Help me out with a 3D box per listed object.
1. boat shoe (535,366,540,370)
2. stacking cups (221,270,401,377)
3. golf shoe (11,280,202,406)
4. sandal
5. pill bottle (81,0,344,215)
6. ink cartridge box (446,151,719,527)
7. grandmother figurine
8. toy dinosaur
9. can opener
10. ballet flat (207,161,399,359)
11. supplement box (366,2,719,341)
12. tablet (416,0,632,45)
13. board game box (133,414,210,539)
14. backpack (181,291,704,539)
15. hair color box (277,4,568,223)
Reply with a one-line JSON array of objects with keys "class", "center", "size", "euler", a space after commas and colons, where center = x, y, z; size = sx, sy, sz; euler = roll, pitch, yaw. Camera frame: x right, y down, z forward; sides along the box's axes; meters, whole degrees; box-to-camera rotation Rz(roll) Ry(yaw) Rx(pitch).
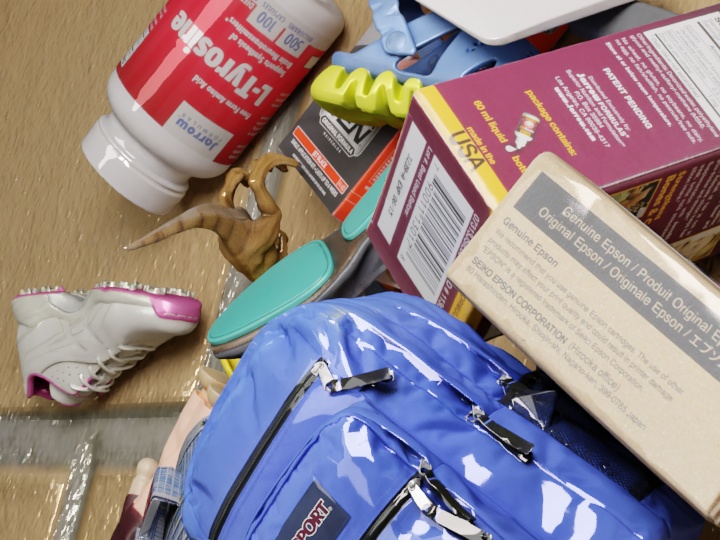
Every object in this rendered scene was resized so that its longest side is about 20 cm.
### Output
[{"class": "boat shoe", "center": [0.136, 0.002, 0.905], "size": [0.072, 0.065, 0.201], "euler": [-11, 59, 46]}, {"class": "stacking cups", "center": [0.000, 0.005, 1.048], "size": [0.200, 0.060, 0.061], "euler": [-40, 43, 17]}, {"class": "golf shoe", "center": [-0.187, 0.055, 1.224], "size": [0.199, 0.075, 0.092], "euler": [-6, 78, 47]}, {"class": "sandal", "center": [0.066, -0.124, 0.980], "size": [0.199, 0.079, 0.088], "euler": [12, 84, 24]}, {"class": "pill bottle", "center": [-0.113, -0.143, 1.219], "size": [0.200, 0.112, 0.112], "euler": [-49, 41, 14]}, {"class": "ink cartridge box", "center": [0.152, 0.048, 0.733], "size": [0.075, 0.200, 0.165], "euler": [-52, 56, 6]}, {"class": "grandmother figurine", "center": [-0.134, 0.167, 1.104], "size": [0.201, 0.060, 0.121], "euler": [-59, 12, 7]}, {"class": "toy dinosaur", "center": [-0.075, -0.024, 1.061], "size": [0.060, 0.200, 0.107], "euler": [-3, 66, 20]}, {"class": "can opener", "center": [0.185, -0.109, 0.930], "size": [0.067, 0.053, 0.200], "euler": [-55, 39, 4]}, {"class": "ballet flat", "center": [0.000, 0.000, 0.975], "size": [0.200, 0.073, 0.073], "euler": [-42, 42, 12]}, {"class": "supplement box", "center": [0.115, -0.049, 0.826], "size": [0.086, 0.199, 0.111], "euler": [57, 150, 26]}, {"class": "tablet", "center": [0.074, -0.191, 1.005], "size": [0.129, 0.014, 0.200], "euler": [-21, 38, -24]}, {"class": "board game box", "center": [-0.098, 0.182, 0.897], "size": [0.200, 0.061, 0.201], "euler": [-97, 19, -65]}, {"class": "backpack", "center": [0.022, 0.102, 0.722], "size": [0.200, 0.168, 0.163], "euler": [40, 104, 22]}, {"class": "hair color box", "center": [0.042, -0.124, 1.084], "size": [0.200, 0.061, 0.102], "euler": [-51, 40, 10]}]
